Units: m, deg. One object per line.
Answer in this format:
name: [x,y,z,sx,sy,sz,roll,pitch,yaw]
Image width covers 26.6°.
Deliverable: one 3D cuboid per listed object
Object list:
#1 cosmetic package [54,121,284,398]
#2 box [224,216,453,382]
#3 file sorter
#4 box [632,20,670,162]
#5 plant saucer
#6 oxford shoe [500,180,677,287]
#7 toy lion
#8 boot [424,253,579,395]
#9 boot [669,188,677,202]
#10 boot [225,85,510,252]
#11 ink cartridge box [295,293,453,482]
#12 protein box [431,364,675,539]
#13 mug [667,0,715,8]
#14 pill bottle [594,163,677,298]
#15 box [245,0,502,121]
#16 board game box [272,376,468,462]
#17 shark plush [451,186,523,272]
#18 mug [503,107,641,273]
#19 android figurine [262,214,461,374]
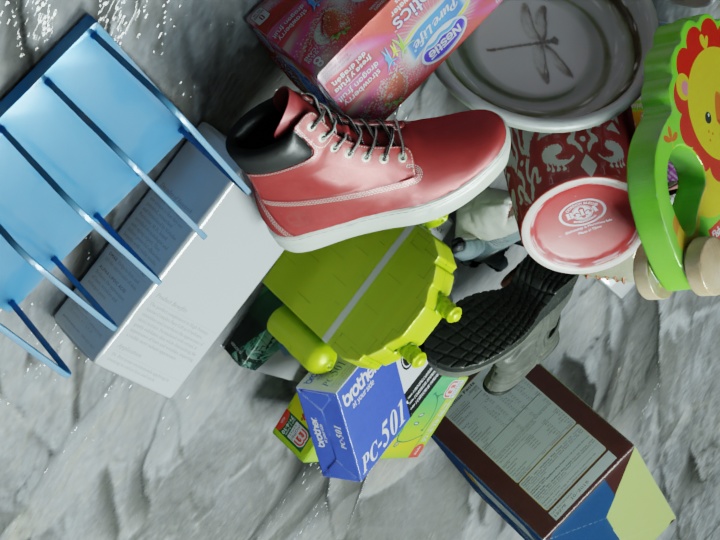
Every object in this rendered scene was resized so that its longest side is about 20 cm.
cosmetic package: [-0.139,-0.006,1.211,0.200,0.074,0.102,-53,142,2]
box: [-0.017,0.012,1.373,0.144,0.036,0.201,19,107,-51]
file sorter: [-0.197,-0.045,1.079,0.200,0.123,0.139,-46,143,-4]
box: [0.303,-0.158,1.391,0.112,0.200,0.102,-9,115,-40]
plant saucer: [0.142,-0.188,1.240,0.200,0.200,0.050,-31,160,-20]
oxford shoe: [0.232,-0.013,1.462,0.199,0.074,0.071,-26,-174,14]
toy lion: [0.269,-0.100,1.217,0.200,0.068,0.193,-37,113,-43]
boot: [0.132,0.072,1.398,0.200,0.068,0.131,-34,146,-35]
boot: [0.251,-0.077,1.402,0.185,0.200,0.065,-10,115,-1]
boot: [0.008,-0.096,1.116,0.199,0.073,0.145,-20,143,4]
ink cartridge box: [0.021,0.084,1.327,0.200,0.044,0.094,-47,132,-45]
protein box: [0.201,0.213,1.624,0.135,0.200,0.199,-44,142,-5]
mug: [0.266,-0.332,1.271,0.154,0.149,0.186,-57,149,-1]
pill bottle: [0.295,-0.074,1.539,0.200,0.112,0.112,-51,142,4]
box: [0.025,-0.213,1.168,0.200,0.100,0.096,-46,142,-4]
board game box: [0.013,0.126,1.444,0.200,0.048,0.102,8,118,-57]
shark plush: [0.130,-0.023,1.428,0.200,0.083,0.091,84,13,-61]
mug: [0.188,-0.118,1.284,0.133,0.201,0.178,25,128,-25]
android figurine: [0.000,0.000,1.246,0.182,0.200,0.041,-54,146,4]
